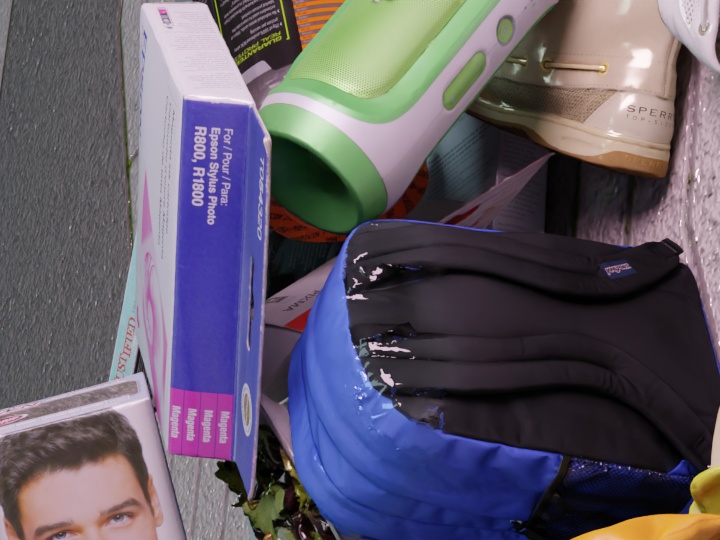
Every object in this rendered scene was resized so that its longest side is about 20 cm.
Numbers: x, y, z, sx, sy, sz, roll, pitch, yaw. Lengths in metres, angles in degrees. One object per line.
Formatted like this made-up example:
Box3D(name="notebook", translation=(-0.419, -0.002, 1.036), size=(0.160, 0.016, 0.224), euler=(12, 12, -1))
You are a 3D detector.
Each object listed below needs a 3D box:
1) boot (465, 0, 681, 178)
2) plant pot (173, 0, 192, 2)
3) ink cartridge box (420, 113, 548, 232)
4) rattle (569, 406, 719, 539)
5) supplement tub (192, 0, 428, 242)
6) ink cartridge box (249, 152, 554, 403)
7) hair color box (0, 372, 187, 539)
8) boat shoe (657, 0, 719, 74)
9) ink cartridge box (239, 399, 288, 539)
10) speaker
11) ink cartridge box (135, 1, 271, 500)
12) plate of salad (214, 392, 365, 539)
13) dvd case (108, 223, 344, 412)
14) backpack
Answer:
Box3D(name="boot", translation=(0.114, -0.147, 1.537), size=(0.200, 0.073, 0.156), euler=(29, 107, 55))
Box3D(name="plant pot", translation=(-0.029, -0.192, 1.807), size=(0.196, 0.200, 0.201), euler=(127, 148, -62))
Box3D(name="ink cartridge box", translation=(0.052, -0.013, 1.692), size=(0.200, 0.041, 0.200), euler=(144, 134, -60))
Box3D(name="rattle", translation=(0.162, 0.042, 1.267), size=(0.130, 0.143, 0.200), euler=(-100, 18, -82))
Box3D(name="supplement tub", translation=(-0.027, -0.123, 1.578), size=(0.123, 0.122, 0.200), euler=(-54, 38, 46))
Box3D(name="ink cartridge box", translation=(0.000, 0.000, 1.555), size=(0.050, 0.161, 0.200), euler=(50, 143, 10))
Box3D(name="hair color box", translation=(-0.138, 0.166, 1.518), size=(0.061, 0.099, 0.200), euler=(-123, 19, -77))
Box3D(name="boat shoe", translation=(0.204, -0.186, 1.371), size=(0.069, 0.071, 0.200), euler=(-114, 32, -54))
Box3D(name="ink cartridge box", translation=(0.011, 0.134, 1.610), size=(0.200, 0.083, 0.145), euler=(-38, 64, 59))
Box3D(name="speaker", translation=(0.028, -0.113, 1.440), size=(0.200, 0.088, 0.088), euler=(-51, 10, -26))
Box3D(name="ink cartridge box", translation=(-0.084, -0.014, 1.443), size=(0.200, 0.043, 0.197), euler=(-114, 26, -64))
Box3D(name="plate of salad", translation=(-0.029, 0.142, 1.481), size=(0.200, 0.048, 0.200), euler=(60, 172, 14))
Box3D(name="dvd case", translation=(-0.060, 0.001, 1.643), size=(0.022, 0.200, 0.146), euler=(30, 120, 35))
Box3D(name="backpack", translation=(0.062, 0.076, 1.405), size=(0.163, 0.200, 0.168), euler=(-103, 32, -45))
